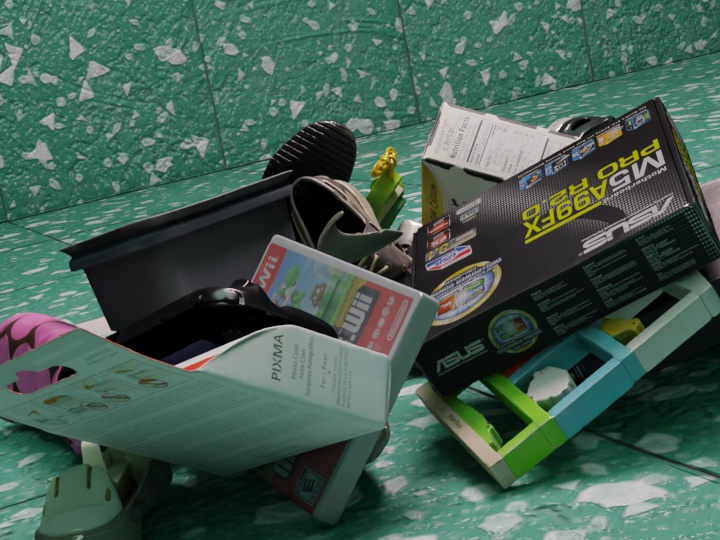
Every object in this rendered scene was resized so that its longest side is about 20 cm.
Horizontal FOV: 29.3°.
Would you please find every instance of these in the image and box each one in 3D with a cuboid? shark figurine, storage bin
[{"bbox_3d":[-0.012,0.070,0.931,0.128,0.089,0.216,-45,33,32],"label":"shark figurine"},{"bbox_3d":[-0.136,0.014,1.142,0.145,0.136,0.199,-16,4,38],"label":"storage bin"}]

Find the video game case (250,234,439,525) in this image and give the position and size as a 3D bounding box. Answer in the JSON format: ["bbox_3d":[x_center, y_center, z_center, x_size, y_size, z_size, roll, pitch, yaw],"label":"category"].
[{"bbox_3d":[-0.037,0.061,0.871,0.017,0.144,0.200,27,-3,-31],"label":"video game case"}]

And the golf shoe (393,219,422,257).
[{"bbox_3d":[0.030,0.007,1.227,0.077,0.095,0.199,-1,16,39],"label":"golf shoe"}]

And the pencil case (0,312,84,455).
[{"bbox_3d":[-0.235,0.091,1.090,0.090,0.094,0.199,34,-13,-27],"label":"pencil case"}]

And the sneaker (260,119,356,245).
[{"bbox_3d":[-0.055,-0.054,1.250,0.074,0.201,0.089,32,24,7],"label":"sneaker"}]

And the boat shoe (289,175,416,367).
[{"bbox_3d":[0.000,0.000,1.106,0.075,0.200,0.073,-48,-31,12],"label":"boat shoe"}]

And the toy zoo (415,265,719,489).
[{"bbox_3d":[0.136,0.041,0.853,0.200,0.021,0.131,-39,23,-5],"label":"toy zoo"}]

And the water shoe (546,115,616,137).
[{"bbox_3d":[0.176,-0.057,1.202,0.079,0.071,0.201,-11,51,47],"label":"water shoe"}]

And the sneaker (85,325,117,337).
[{"bbox_3d":[-0.116,0.063,0.999,0.199,0.071,0.080,3,31,-35],"label":"sneaker"}]

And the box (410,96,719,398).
[{"bbox_3d":[0.126,-0.018,0.894,0.199,0.044,0.161,-29,24,19],"label":"box"}]

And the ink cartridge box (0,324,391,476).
[{"bbox_3d":[-0.107,0.061,0.764,0.199,0.048,0.159,23,-30,-36],"label":"ink cartridge box"}]

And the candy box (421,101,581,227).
[{"bbox_3d":[0.149,-0.050,1.103,0.198,0.061,0.137,16,-27,12],"label":"candy box"}]

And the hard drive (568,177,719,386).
[{"bbox_3d":[0.187,0.012,0.918,0.199,0.042,0.135,-27,29,16],"label":"hard drive"}]

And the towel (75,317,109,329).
[{"bbox_3d":[-0.260,0.079,1.324,0.189,0.033,0.200,-16,11,-19],"label":"towel"}]

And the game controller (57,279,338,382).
[{"bbox_3d":[-0.102,0.058,0.849,0.104,0.042,0.199,31,-36,-30],"label":"game controller"}]

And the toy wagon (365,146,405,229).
[{"bbox_3d":[-0.005,-0.027,1.243,0.155,0.039,0.200,-55,-2,-46],"label":"toy wagon"}]

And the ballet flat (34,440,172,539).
[{"bbox_3d":[-0.159,0.137,0.815,0.067,0.064,0.200,-13,10,6],"label":"ballet flat"}]
